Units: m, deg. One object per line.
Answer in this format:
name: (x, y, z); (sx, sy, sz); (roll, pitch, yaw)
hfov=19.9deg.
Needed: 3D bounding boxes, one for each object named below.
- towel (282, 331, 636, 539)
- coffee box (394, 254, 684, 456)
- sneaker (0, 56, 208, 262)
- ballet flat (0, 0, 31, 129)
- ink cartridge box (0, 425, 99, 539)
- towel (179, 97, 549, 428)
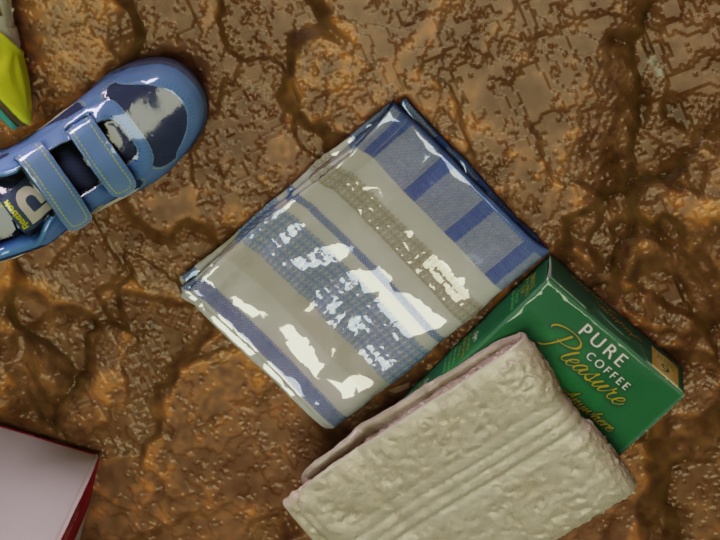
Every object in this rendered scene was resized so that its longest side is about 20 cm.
towel: (0.062, 0.138, 1.307); (0.200, 0.034, 0.133); (-33, 107, 19)
coffee box: (0.099, 0.098, 1.326); (0.123, 0.044, 0.200); (39, 113, -10)
sneaker: (-0.181, -0.060, 1.272); (0.200, 0.082, 0.074); (-30, 105, 16)
ballet flat: (-0.254, -0.177, 1.244); (0.067, 0.067, 0.200); (-43, 102, -1)
ink cartridge box: (-0.277, 0.218, 1.370); (0.145, 0.145, 0.200); (16, 115, 0)
towel: (0.000, 0.000, 1.308); (0.200, 0.024, 0.147); (-40, 104, 20)
